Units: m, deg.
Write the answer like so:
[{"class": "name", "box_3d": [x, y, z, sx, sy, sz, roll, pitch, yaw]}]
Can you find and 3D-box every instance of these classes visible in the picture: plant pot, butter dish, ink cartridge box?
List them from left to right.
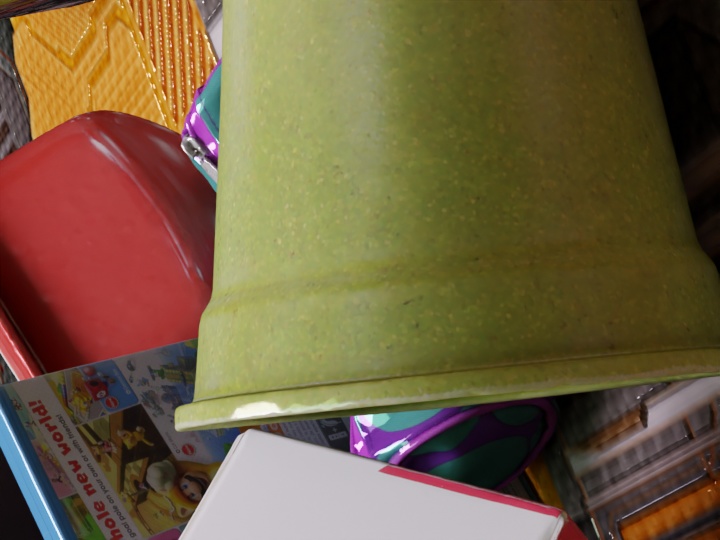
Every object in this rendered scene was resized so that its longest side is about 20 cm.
[{"class": "butter dish", "box_3d": [-0.076, 0.001, 1.166, 0.200, 0.148, 0.199, 54, -167, 28]}, {"class": "plant pot", "box_3d": [0.026, -0.046, 0.885, 0.200, 0.200, 0.185, 166, 98, -65]}, {"class": "ink cartridge box", "box_3d": [0.039, 0.153, 0.923, 0.145, 0.084, 0.200, 12, 152, 39]}]

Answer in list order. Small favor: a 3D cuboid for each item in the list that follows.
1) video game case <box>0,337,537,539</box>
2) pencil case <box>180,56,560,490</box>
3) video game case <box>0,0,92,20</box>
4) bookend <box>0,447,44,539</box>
[{"class": "video game case", "box_3d": [-0.032, 0.085, 1.041, 0.143, 0.200, 0.018, 61, 146, 26]}, {"class": "pencil case", "box_3d": [0.000, 0.000, 1.054, 0.200, 0.092, 0.085, 60, 151, 25]}, {"class": "video game case", "box_3d": [-0.193, -0.133, 1.262, 0.200, 0.180, 0.026, -3, 101, 64]}, {"class": "bookend", "box_3d": [-0.121, 0.197, 1.114, 0.200, 0.092, 0.199, 27, 129, 36]}]
